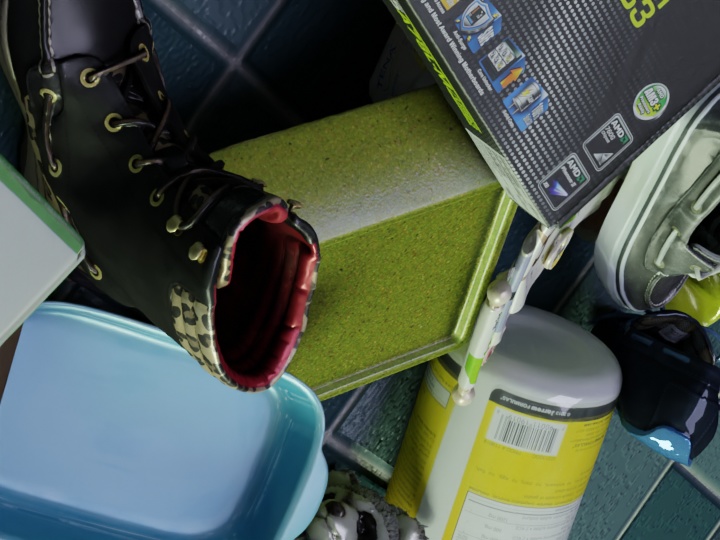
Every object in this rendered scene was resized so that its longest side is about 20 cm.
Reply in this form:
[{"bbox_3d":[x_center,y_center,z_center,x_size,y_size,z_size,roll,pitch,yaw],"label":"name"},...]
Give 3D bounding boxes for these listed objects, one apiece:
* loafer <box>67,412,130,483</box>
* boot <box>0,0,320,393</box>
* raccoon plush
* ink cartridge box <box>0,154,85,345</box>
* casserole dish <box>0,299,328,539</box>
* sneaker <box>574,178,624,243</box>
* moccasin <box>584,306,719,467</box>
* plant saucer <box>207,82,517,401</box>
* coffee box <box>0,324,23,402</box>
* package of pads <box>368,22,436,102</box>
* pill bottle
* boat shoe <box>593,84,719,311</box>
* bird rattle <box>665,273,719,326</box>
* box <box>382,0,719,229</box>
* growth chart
[{"bbox_3d":[-0.109,0.137,1.069,0.073,0.071,0.201,-36,137,-24],"label":"loafer"},{"bbox_3d":[-0.087,-0.053,0.885,0.073,0.150,0.201,-24,133,-35],"label":"boot"},{"bbox_3d":[-0.043,0.200,1.216,0.134,0.097,0.200,-44,173,-37],"label":"raccoon plush"},{"bbox_3d":[-0.206,-0.062,0.707,0.083,0.200,0.147,-47,142,-6],"label":"ink cartridge box"},{"bbox_3d":[-0.111,0.079,0.985,0.199,0.039,0.122,18,101,-25],"label":"casserole dish"},{"bbox_3d":[0.190,-0.107,1.227,0.080,0.071,0.201,-5,129,-47],"label":"sneaker"},{"bbox_3d":[0.189,0.058,1.259,0.080,0.200,0.068,27,102,-14],"label":"moccasin"},{"bbox_3d":[0.000,0.000,1.042,0.199,0.048,0.201,-19,147,-27],"label":"plant saucer"},{"bbox_3d":[-0.222,0.061,0.880,0.114,0.080,0.201,-3,120,-47],"label":"coffee box"},{"bbox_3d":[0.102,-0.152,1.089,0.154,0.068,0.201,9,110,-51],"label":"package of pads"},{"bbox_3d":[0.075,0.128,1.236,0.112,0.112,0.201,-7,123,-45],"label":"pill bottle"},{"bbox_3d":[0.183,-0.027,1.162,0.072,0.071,0.200,-36,156,-22],"label":"boat shoe"},{"bbox_3d":[0.271,-0.028,1.355,0.199,0.112,0.164,-6,105,-49],"label":"bird rattle"},{"bbox_3d":[0.107,-0.150,0.943,0.193,0.048,0.200,-40,129,-5],"label":"box"},{"bbox_3d":[0.113,-0.030,1.117,0.200,0.018,0.145,-51,168,-23],"label":"growth chart"}]
